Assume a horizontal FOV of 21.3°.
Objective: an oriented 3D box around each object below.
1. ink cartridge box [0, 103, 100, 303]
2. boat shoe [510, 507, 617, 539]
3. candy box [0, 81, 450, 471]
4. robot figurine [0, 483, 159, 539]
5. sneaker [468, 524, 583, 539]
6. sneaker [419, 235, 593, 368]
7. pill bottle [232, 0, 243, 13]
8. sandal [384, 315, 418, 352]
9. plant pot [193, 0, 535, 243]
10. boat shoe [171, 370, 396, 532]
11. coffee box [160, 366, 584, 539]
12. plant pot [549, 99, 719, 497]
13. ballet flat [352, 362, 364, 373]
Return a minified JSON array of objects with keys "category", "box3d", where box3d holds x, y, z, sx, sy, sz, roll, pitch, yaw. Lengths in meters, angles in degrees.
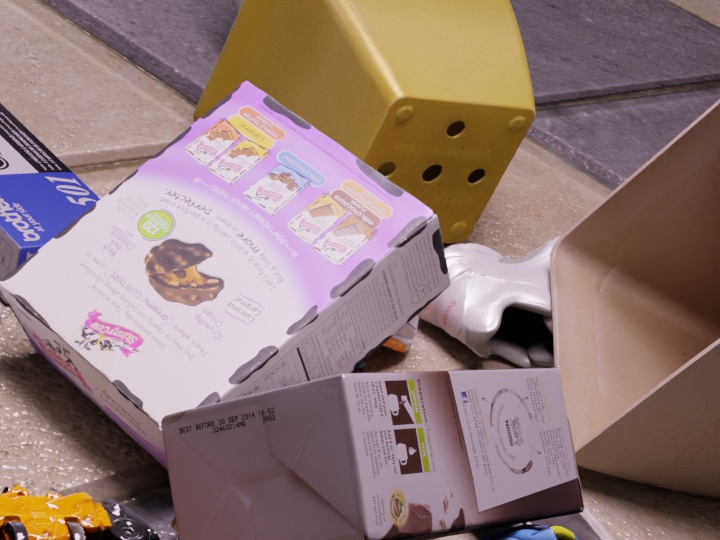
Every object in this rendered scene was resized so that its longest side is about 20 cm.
[{"category":"ink cartridge box","box3d":[-0.237,-0.050,1.271,0.094,0.044,0.200,-6,34,-41]},{"category":"boat shoe","box3d":[0.116,0.160,1.099,0.200,0.057,0.067,50,2,43]},{"category":"candy box","box3d":[-0.078,0.007,1.111,0.200,0.072,0.168,-41,55,-18]},{"category":"robot figurine","box3d":[-0.136,0.169,0.866,0.144,0.058,0.200,6,28,-29]},{"category":"sneaker","box3d":[0.067,0.156,0.976,0.199,0.079,0.066,5,20,19]},{"category":"sneaker","box3d":[0.136,0.032,1.367,0.199,0.078,0.099,-8,42,-32]},{"category":"pill bottle","box3d":[-0.049,-0.268,1.685,0.112,0.201,0.112,17,24,-8]},{"category":"sandal","box3d":[0.006,0.005,1.246,0.079,0.059,0.207,41,5,14]},{"category":"plant pot","box3d":[0.019,-0.130,1.476,0.199,0.200,0.177,2,40,-35]},{"category":"boat shoe","box3d":[-0.021,0.114,1.057,0.066,0.074,0.200,50,39,12]},{"category":"coffee box","box3d":[0.012,0.097,0.956,0.113,0.080,0.200,-15,-10,35]},{"category":"plant pot","box3d":[0.257,0.038,1.256,0.177,0.200,0.200,30,39,-23]},{"category":"ballet flat","box3d":[-0.068,0.035,1.194,0.070,0.065,0.200,19,17,-37]}]
